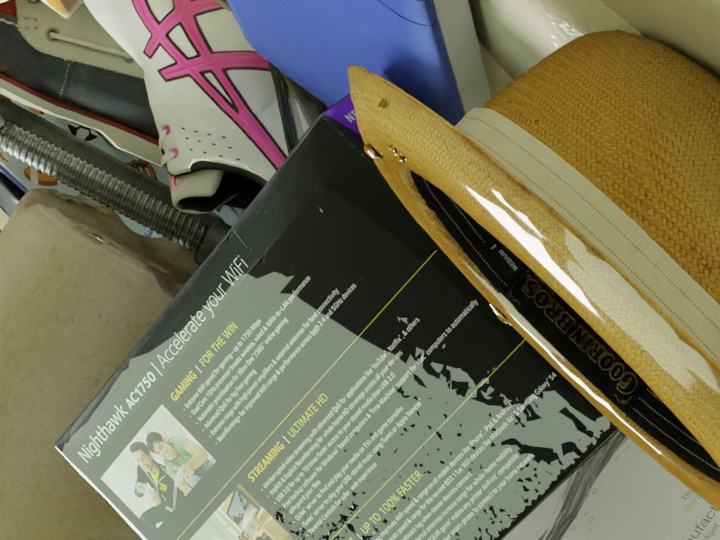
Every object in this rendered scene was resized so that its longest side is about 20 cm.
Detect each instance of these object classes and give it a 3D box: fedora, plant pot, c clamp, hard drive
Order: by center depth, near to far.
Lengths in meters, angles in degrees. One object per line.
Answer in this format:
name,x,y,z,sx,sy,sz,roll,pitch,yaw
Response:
fedora,0.084,-0.009,0.646,0.201,0.082,0.201,45,176,4
hard drive,-0.009,-0.098,0.803,0.132,0.025,0.200,38,171,18
plant pot,-0.128,0.072,0.990,0.200,0.184,0.200,26,-174,-3
c clamp,-0.111,-0.040,0.997,0.199,0.027,0.171,28,-174,4

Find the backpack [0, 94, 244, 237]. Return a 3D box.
backpack,-0.133,-0.053,1.185,0.200,0.155,0.190,30,176,35

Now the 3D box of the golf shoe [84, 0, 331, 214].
golf shoe,-0.064,-0.075,0.955,0.200,0.092,0.073,38,172,31

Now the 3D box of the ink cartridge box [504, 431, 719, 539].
ink cartridge box,0.121,0.144,1.058,0.085,0.146,0.200,44,171,-32

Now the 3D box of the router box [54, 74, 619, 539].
router box,-0.005,0.051,0.815,0.149,0.200,0.051,45,-146,4

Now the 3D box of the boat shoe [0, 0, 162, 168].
boat shoe,-0.138,-0.102,1.049,0.199,0.063,0.071,24,-179,-18

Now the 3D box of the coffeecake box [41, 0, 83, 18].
coffeecake box,-0.166,-0.200,0.816,0.153,0.073,0.200,38,171,19
